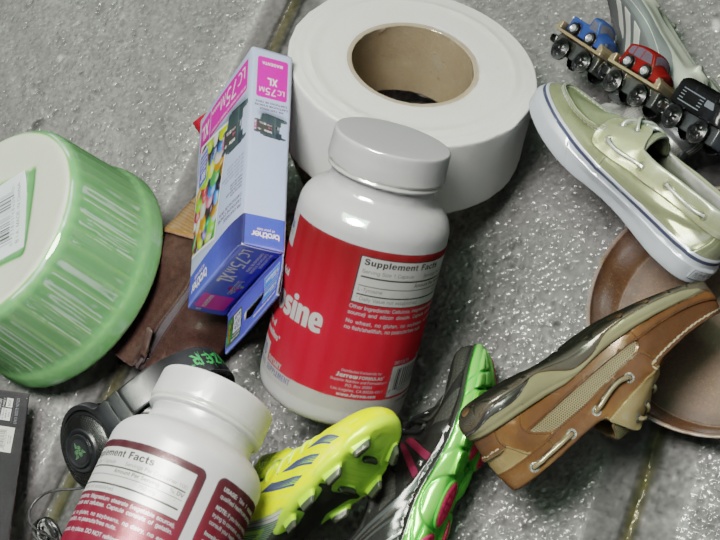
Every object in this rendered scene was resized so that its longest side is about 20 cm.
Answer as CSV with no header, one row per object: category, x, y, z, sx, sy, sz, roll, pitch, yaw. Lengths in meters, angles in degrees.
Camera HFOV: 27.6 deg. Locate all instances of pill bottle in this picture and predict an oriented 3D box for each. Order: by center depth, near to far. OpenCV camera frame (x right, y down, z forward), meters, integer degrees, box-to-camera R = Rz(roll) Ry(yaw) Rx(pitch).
pill bottle,-0.135,0.172,0.980,0.112,0.113,0.202,12,64,25
pill bottle,0.000,0.000,1.048,0.112,0.112,0.202,26,113,30

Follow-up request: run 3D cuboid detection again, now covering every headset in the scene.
headset,-0.170,0.143,1.098,0.200,0.123,0.094,-42,70,11

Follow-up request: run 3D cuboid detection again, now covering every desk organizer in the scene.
desk organizer,-0.306,0.189,1.135,0.071,0.078,0.201,9,41,-13

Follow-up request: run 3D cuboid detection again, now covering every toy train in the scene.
toy train,0.209,-0.146,1.098,0.046,0.034,0.200,-57,43,10

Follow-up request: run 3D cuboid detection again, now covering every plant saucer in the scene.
plant saucer,0.263,0.033,1.051,0.198,0.035,0.202,-9,59,15

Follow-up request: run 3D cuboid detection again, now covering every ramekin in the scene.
ramekin,-0.267,-0.016,1.199,0.198,0.098,0.202,-19,54,28

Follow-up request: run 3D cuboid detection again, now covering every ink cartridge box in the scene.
ink cartridge box,-0.092,-0.052,1.103,0.041,0.119,0.202,10,62,-23

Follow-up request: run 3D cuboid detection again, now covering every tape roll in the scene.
tape roll,0.037,-0.137,1.159,0.200,0.071,0.204,5,45,-5

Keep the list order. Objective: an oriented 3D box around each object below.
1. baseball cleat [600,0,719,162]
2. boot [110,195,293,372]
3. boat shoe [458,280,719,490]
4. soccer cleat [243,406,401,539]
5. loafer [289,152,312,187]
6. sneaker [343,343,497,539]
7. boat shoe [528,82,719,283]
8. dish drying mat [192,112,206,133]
baseball cleat,0.215,-0.159,1.161,0.106,0.070,0.201,-38,43,17
boot,-0.096,0.036,1.172,0.199,0.072,0.168,28,85,29
boat shoe,0.163,0.080,1.005,0.199,0.076,0.074,-31,87,-10
soccer cleat,-0.047,0.150,1.028,0.200,0.064,0.084,-49,49,30
loafer,-0.010,-0.065,1.177,0.075,0.068,0.201,-10,46,-24
sneaker,0.039,0.135,1.046,0.083,0.077,0.201,19,68,24
boat shoe,0.202,-0.078,1.069,0.200,0.072,0.062,50,123,27
dish drying mat,-0.048,-0.158,1.285,0.199,0.018,0.077,-34,56,-3
